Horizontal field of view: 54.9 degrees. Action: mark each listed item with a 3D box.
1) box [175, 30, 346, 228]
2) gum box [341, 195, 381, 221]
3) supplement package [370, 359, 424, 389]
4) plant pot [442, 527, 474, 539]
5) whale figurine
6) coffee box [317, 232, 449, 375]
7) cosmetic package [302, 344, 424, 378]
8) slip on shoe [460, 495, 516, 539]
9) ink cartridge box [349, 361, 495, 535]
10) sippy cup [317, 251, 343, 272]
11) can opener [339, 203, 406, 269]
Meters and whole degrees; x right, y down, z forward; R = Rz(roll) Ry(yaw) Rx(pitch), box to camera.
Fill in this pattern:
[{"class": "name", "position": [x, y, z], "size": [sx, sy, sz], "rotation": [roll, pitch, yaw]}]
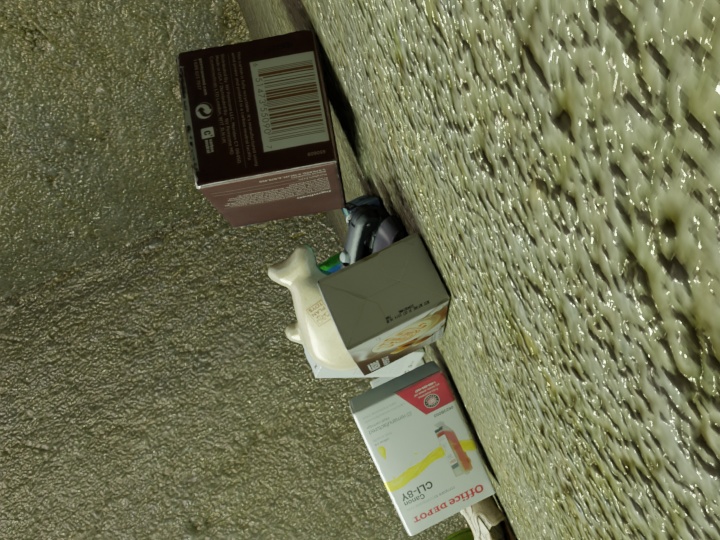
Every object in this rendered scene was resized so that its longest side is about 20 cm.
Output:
[{"class": "box", "position": [-0.114, -0.166, 0.865], "size": [0.200, 0.163, 0.167], "rotation": [81, 178, -80]}, {"class": "gum box", "position": [0.036, -0.004, 0.967], "size": [0.170, 0.044, 0.201], "rotation": [-126, 11, -81]}, {"class": "supplement package", "position": [0.111, 0.291, 1.399], "size": [0.200, 0.117, 0.117], "rotation": [69, 175, -52]}, {"class": "plant pot", "position": [0.236, 0.614, 1.267], "size": [0.201, 0.200, 0.193], "rotation": [66, 166, -18]}, {"class": "whale figurine", "position": [-0.044, 0.048, 1.006], "size": [0.200, 0.159, 0.104], "rotation": [50, -159, -13]}, {"class": "coffee box", "position": [0.029, 0.045, 0.761], "size": [0.200, 0.114, 0.080], "rotation": [75, 170, -74]}, {"class": "cosmetic package", "position": [0.003, 0.132, 1.239], "size": [0.074, 0.199, 0.102], "rotation": [-61, 40, 32]}, {"class": "slip on shoe", "position": [0.205, 0.398, 1.116], "size": [0.060, 0.076, 0.201], "rotation": [-29, 74, 48]}, {"class": "ink cartridge box", "position": [0.090, 0.259, 1.021], "size": [0.083, 0.144, 0.201], "rotation": [-152, 37, -84]}, {"class": "sippy cup", "position": [-0.002, 0.055, 1.170], "size": [0.140, 0.177, 0.131], "rotation": [95, 159, -53]}, {"class": "can opener", "position": [0.000, 0.000, 0.848], "size": [0.201, 0.063, 0.079], "rotation": [110, 148, -45]}]
